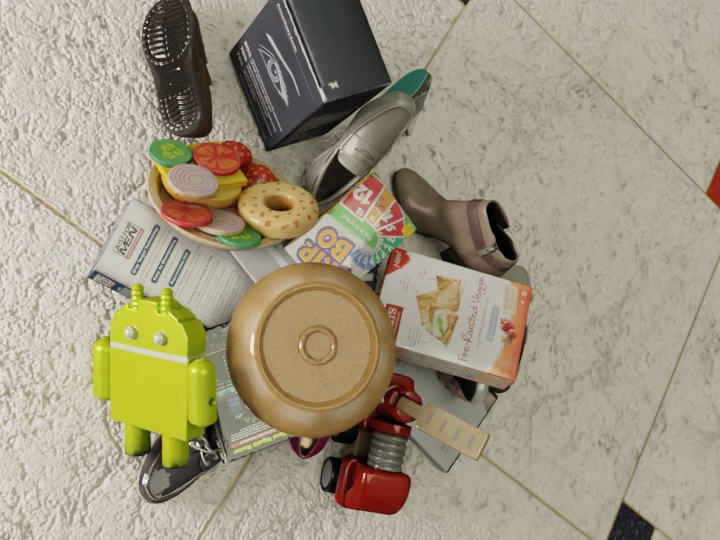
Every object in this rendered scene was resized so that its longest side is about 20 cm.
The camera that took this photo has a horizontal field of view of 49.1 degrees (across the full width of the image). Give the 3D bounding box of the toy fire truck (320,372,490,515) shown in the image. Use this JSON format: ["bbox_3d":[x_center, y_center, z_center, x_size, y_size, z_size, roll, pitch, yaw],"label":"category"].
[{"bbox_3d":[0.051,0.221,0.979,0.128,0.200,0.178,15,83,-19],"label":"toy fire truck"}]

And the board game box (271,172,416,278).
[{"bbox_3d":[-0.027,-0.030,1.015,0.200,0.030,0.096,-41,101,-17],"label":"board game box"}]

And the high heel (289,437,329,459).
[{"bbox_3d":[-0.044,0.133,0.985,0.067,0.096,0.202,22,94,-5],"label":"high heel"}]

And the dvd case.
[{"bbox_3d":[0.096,0.167,1.125,0.200,0.018,0.143,46,66,-13],"label":"dvd case"}]

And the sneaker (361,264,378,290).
[{"bbox_3d":[0.000,0.000,1.078,0.084,0.075,0.201,42,72,-21],"label":"sneaker"}]

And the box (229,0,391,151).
[{"bbox_3d":[-0.070,-0.259,1.007,0.104,0.200,0.149,-22,92,-29],"label":"box"}]

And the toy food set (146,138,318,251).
[{"bbox_3d":[-0.164,-0.095,0.966,0.197,0.049,0.200,-14,53,-37],"label":"toy food set"}]

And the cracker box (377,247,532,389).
[{"bbox_3d":[0.118,0.064,1.052,0.198,0.058,0.135,15,68,0],"label":"cracker box"}]

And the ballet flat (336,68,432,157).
[{"bbox_3d":[0.040,-0.211,1.140,0.072,0.072,0.200,49,65,-12],"label":"ballet flat"}]

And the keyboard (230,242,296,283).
[{"bbox_3d":[-0.139,-0.039,0.979,0.056,0.011,0.200,-32,60,-17],"label":"keyboard"}]

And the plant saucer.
[{"bbox_3d":[-0.051,0.087,0.892,0.198,0.035,0.202,2,80,-13],"label":"plant saucer"}]

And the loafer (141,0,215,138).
[{"bbox_3d":[-0.230,-0.255,1.010,0.072,0.071,0.202,-11,76,11],"label":"loafer"}]

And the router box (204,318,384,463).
[{"bbox_3d":[-0.091,0.119,0.928,0.198,0.062,0.151,-18,83,-16],"label":"router box"}]

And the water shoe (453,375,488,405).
[{"bbox_3d":[0.123,0.094,1.110,0.078,0.072,0.202,-3,66,-17],"label":"water shoe"}]

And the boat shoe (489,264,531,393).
[{"bbox_3d":[0.217,0.086,1.175,0.060,0.073,0.201,63,33,-51],"label":"boat shoe"}]

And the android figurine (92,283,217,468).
[{"bbox_3d":[-0.230,0.115,0.883,0.041,0.181,0.202,-13,109,-57],"label":"android figurine"}]

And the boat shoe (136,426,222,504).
[{"bbox_3d":[-0.187,0.200,0.951,0.200,0.063,0.073,-44,102,-25],"label":"boat shoe"}]

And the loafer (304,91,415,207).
[{"bbox_3d":[-0.001,-0.152,1.028,0.070,0.200,0.070,26,43,-28],"label":"loafer"}]

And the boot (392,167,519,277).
[{"bbox_3d":[0.140,-0.074,1.113,0.070,0.146,0.201,-40,101,-28],"label":"boot"}]

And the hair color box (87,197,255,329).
[{"bbox_3d":[-0.218,0.008,0.968,0.199,0.060,0.101,31,69,-20],"label":"hair color box"}]
